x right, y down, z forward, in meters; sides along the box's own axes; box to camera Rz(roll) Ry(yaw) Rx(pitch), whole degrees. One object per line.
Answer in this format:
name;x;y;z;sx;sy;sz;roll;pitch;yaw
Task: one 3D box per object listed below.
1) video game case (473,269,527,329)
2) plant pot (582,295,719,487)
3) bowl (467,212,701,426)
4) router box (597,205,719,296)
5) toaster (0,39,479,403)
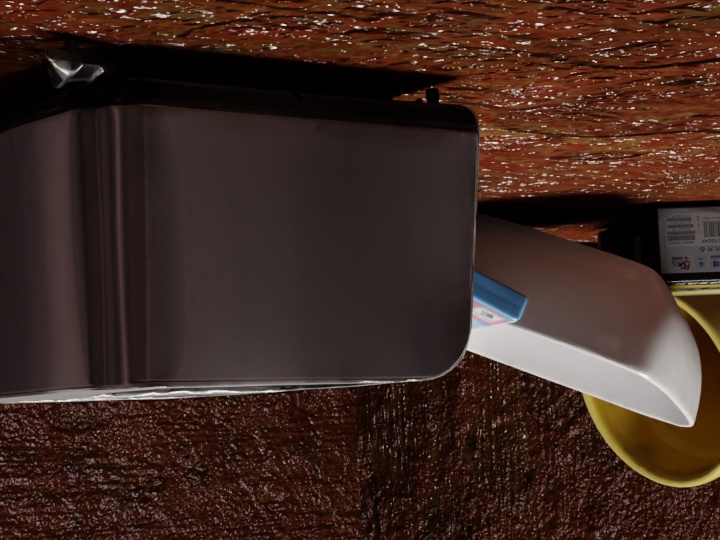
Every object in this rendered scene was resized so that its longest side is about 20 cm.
video game case;0.000;0.000;1.074;0.143;0.018;0.200;27;167;-13
plant pot;0.344;0.084;1.726;0.189;0.201;0.201;-19;-174;-37
bowl;0.132;0.028;1.183;0.200;0.075;0.200;18;173;22
router box;0.280;-0.013;1.242;0.200;0.052;0.157;-2;175;-7
toaster;-0.075;-0.009;0.712;0.200;0.119;0.181;1;173;-37
